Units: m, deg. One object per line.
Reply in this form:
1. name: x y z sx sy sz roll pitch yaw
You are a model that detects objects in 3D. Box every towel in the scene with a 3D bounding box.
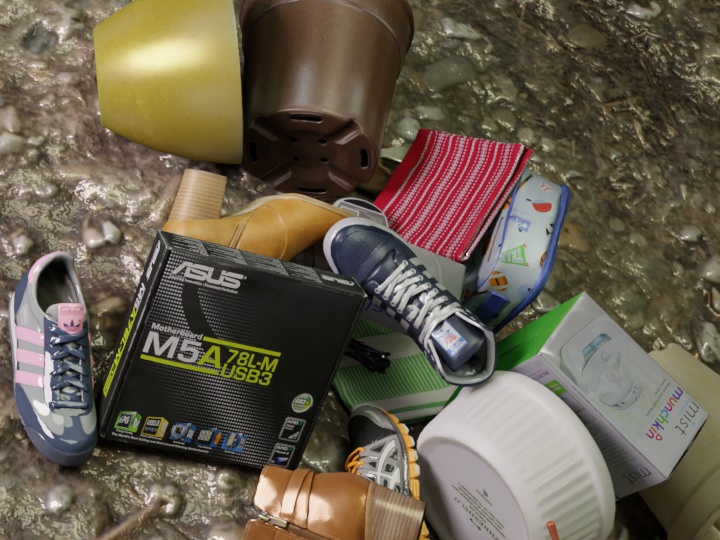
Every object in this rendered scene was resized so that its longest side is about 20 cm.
1. towel: 0.087 -0.083 1.721 0.022 0.200 0.145 38 80 -30
2. towel: 0.015 0.072 1.685 0.152 0.023 0.200 -9 60 -38

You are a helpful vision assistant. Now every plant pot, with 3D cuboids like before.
1. plant pot: -0.201 -0.205 1.677 0.142 0.200 0.200 -4 53 -8
2. plant pot: 0.350 0.185 1.714 0.200 0.201 0.184 -17 53 -42
3. plant pot: -0.047 -0.199 1.768 0.200 0.200 0.199 20 54 -19

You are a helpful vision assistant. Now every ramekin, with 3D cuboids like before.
1. ramekin: 0.136 0.202 1.533 0.094 0.202 0.202 -29 73 -33

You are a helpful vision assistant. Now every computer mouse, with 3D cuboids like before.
1. computer mouse: -0.011 0.012 1.678 0.109 0.044 0.200 19 51 -11

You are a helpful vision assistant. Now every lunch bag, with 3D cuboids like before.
1. lunch bag: 0.144 -0.004 1.711 0.075 0.200 0.160 22 58 -10

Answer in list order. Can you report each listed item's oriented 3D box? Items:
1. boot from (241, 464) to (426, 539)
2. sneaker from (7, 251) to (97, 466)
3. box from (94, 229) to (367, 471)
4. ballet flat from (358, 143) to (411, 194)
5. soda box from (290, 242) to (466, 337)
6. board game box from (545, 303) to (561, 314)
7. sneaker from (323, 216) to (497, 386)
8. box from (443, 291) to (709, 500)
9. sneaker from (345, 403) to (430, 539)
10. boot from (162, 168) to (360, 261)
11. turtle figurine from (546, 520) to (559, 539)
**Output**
1. boot: -0.037 0.276 1.433 0.154 0.074 0.200 13 78 8
2. sneaker: -0.269 0.074 1.444 0.070 0.082 0.200 2 53 -34
3. box: -0.119 0.077 1.467 0.200 0.193 0.048 15 21 -25
4. ballet flat: 0.080 -0.099 1.849 0.200 0.063 0.069 15 45 -24
5. soda box: 0.000 0.000 1.619 0.200 0.068 0.064 22 50 -10
6. board game box: 0.198 0.115 1.776 0.105 0.023 0.200 49 43 9
7. sneaker: 0.053 0.032 1.514 0.200 0.070 0.109 43 2 -26
8. box: 0.209 0.140 1.603 0.176 0.200 0.097 43 60 -4
9. sneaker: 0.012 0.213 1.524 0.077 0.078 0.200 2 51 -21
10. boot: -0.095 -0.004 1.522 0.201 0.071 0.144 13 84 -23
11. turtle figurine: 0.113 0.314 1.456 0.161 0.200 0.064 -17 38 -27
